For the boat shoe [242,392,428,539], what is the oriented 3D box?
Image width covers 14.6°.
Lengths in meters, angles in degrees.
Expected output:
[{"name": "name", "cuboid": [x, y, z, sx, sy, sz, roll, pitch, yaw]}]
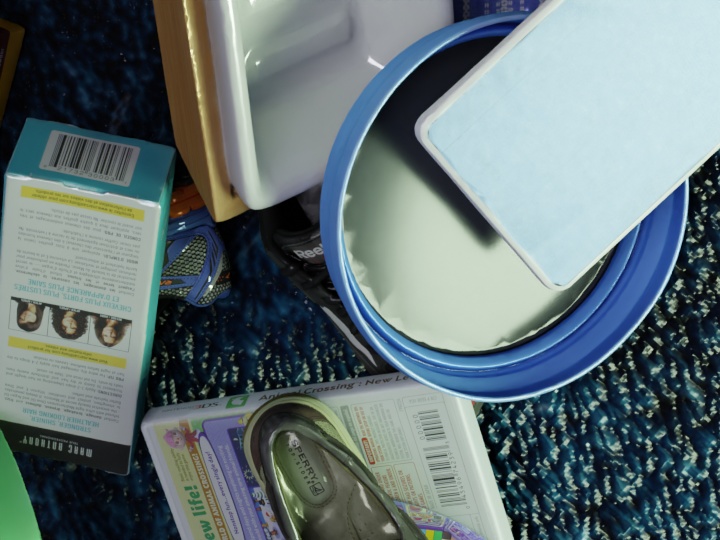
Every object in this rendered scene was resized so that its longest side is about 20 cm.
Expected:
[{"name": "boat shoe", "cuboid": [0.004, 0.155, 1.453, 0.072, 0.066, 0.201, -33, 94, 7]}]

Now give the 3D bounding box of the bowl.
[{"name": "bowl", "cuboid": [0.072, -0.034, 1.425, 0.201, 0.039, 0.201, -7, 107, -24]}]

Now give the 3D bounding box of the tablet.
[{"name": "tablet", "cuboid": [0.134, -0.095, 1.395, 0.200, 0.014, 0.130, -43, 119, 0]}]

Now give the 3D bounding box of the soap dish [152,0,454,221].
[{"name": "soap dish", "cuboid": [-0.032, -0.144, 1.395, 0.081, 0.157, 0.200, 31, 138, 44]}]

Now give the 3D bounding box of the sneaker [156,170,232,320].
[{"name": "sneaker", "cuboid": [-0.157, 0.022, 1.558, 0.200, 0.075, 0.078, -29, 93, 23]}]

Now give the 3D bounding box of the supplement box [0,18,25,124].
[{"name": "supplement box", "cuboid": [-0.324, -0.092, 1.524, 0.197, 0.200, 0.133, 21, 106, 14]}]

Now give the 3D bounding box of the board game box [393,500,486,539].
[{"name": "board game box", "cuboid": [0.009, 0.219, 1.521, 0.200, 0.039, 0.158, -35, 104, 29]}]

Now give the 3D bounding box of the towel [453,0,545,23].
[{"name": "towel", "cuboid": [0.025, -0.190, 1.481, 0.200, 0.024, 0.145, -4, 98, 20]}]

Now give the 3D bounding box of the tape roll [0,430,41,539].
[{"name": "tape roll", "cuboid": [-0.227, 0.158, 1.550, 0.200, 0.048, 0.201, 42, 139, 51]}]

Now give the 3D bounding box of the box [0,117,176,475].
[{"name": "box", "cuboid": [-0.149, 0.017, 1.480, 0.082, 0.049, 0.200, 12, 132, 0]}]

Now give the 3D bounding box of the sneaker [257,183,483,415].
[{"name": "sneaker", "cuboid": [0.000, 0.000, 1.486, 0.071, 0.098, 0.200, -28, 91, 19]}]

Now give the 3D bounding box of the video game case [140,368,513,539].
[{"name": "video game case", "cuboid": [-0.006, 0.151, 1.526, 0.182, 0.022, 0.200, -9, 115, 20]}]
